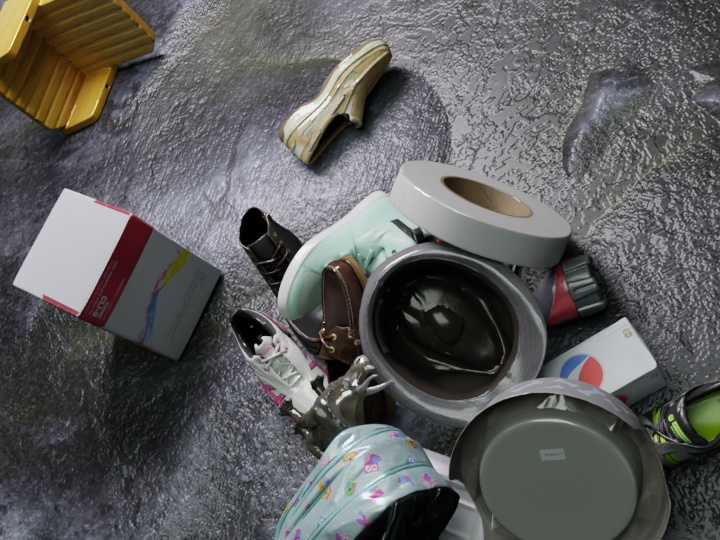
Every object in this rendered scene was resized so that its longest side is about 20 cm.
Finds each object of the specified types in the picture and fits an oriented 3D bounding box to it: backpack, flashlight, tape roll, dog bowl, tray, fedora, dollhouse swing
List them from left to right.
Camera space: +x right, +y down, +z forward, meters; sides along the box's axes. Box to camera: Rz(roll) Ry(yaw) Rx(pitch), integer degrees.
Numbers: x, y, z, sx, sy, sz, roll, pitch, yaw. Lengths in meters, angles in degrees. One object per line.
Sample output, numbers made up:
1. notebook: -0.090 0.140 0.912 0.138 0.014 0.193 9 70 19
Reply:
1. dollhouse swing: -0.459 -0.339 1.375 0.175 0.200 0.183 4 69 28
2. backpack: 0.001 0.254 0.842 0.127 0.166 0.201 46 117 33
3. tray: 0.076 0.252 0.908 0.199 0.022 0.108 14 88 32
4. fedora: 0.097 0.064 0.893 0.199 0.090 0.178 27 94 15
5. tape roll: 0.130 -0.065 0.925 0.202 0.202 0.037 36 116 35
6. flashlight: 0.169 0.043 0.948 0.199 0.068 0.068 -19 33 19
7. dog bowl: 0.185 0.191 0.794 0.199 0.059 0.201 7 112 17

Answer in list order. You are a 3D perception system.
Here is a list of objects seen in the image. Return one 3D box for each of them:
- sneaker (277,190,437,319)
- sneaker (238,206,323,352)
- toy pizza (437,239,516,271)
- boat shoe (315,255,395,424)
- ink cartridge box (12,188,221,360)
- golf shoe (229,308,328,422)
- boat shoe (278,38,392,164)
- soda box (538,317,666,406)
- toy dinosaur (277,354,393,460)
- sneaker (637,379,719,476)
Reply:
1. sneaker: 0.000 0.000 0.996 0.200 0.074 0.118 -45 55 -15
2. sneaker: -0.094 0.013 1.072 0.075 0.106 0.200 -37 55 7
3. toy pizza: 0.097 -0.028 1.039 0.199 0.032 0.201 -12 62 23
4. boat shoe: -0.014 0.087 0.949 0.070 0.201 0.070 -20 15 -26
5. ink cartridge box: -0.317 0.010 1.135 0.145 0.200 0.145 18 78 33
6. golf shoe: -0.095 0.122 1.032 0.073 0.092 0.200 -48 56 -1
7. boat shoe: -0.020 -0.229 1.183 0.200 0.072 0.076 -46 69 10
8. soda box: 0.210 0.134 0.880 0.199 0.068 0.064 -33 56 10
9. toy dinosaur: -0.027 0.178 0.906 0.077 0.201 0.102 -23 36 -33
10. sneaker: 0.297 0.154 0.816 0.199 0.083 0.071 -32 57 15
